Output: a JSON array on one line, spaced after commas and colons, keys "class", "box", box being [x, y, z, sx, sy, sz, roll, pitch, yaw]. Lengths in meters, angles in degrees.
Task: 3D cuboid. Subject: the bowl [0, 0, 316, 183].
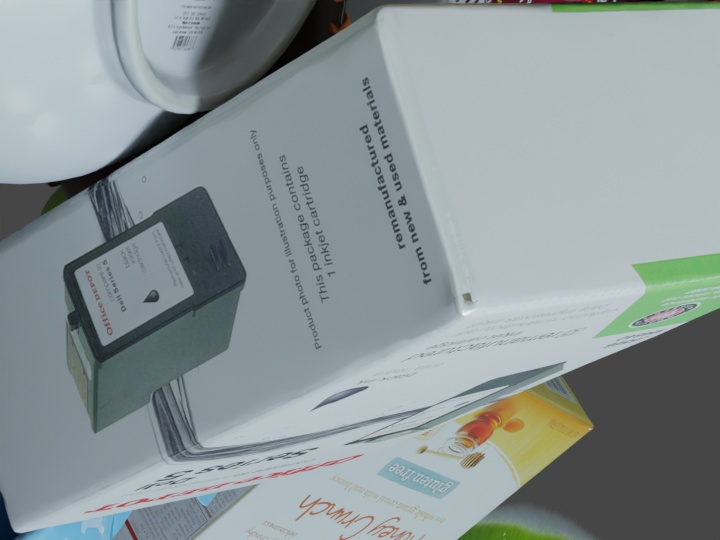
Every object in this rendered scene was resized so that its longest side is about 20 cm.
[{"class": "bowl", "box": [-0.065, -0.102, 0.687, 0.201, 0.090, 0.202, -42, 145, -38]}]

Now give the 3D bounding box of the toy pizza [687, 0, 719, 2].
[{"class": "toy pizza", "box": [0.107, -0.070, 1.035, 0.200, 0.032, 0.200, -41, -177, 3]}]

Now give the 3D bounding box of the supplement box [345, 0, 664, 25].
[{"class": "supplement box", "box": [0.050, -0.107, 0.946, 0.200, 0.061, 0.109, -44, 147, -47]}]

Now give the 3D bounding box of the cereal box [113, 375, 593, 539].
[{"class": "cereal box", "box": [-0.022, 0.094, 0.998, 0.200, 0.040, 0.144, -42, 150, 14]}]

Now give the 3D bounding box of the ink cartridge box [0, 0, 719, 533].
[{"class": "ink cartridge box", "box": [0.000, 0.000, 0.741, 0.145, 0.084, 0.200, -7, 166, -45]}]

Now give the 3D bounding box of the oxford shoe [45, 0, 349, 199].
[{"class": "oxford shoe", "box": [-0.023, -0.083, 0.827, 0.200, 0.073, 0.071, -47, 175, 26]}]

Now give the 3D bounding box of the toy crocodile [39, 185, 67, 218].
[{"class": "toy crocodile", "box": [-0.031, -0.009, 0.947, 0.062, 0.068, 0.200, -40, 157, 29]}]

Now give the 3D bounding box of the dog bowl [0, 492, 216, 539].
[{"class": "dog bowl", "box": [-0.116, 0.072, 0.827, 0.200, 0.111, 0.050, -56, 141, -57]}]
